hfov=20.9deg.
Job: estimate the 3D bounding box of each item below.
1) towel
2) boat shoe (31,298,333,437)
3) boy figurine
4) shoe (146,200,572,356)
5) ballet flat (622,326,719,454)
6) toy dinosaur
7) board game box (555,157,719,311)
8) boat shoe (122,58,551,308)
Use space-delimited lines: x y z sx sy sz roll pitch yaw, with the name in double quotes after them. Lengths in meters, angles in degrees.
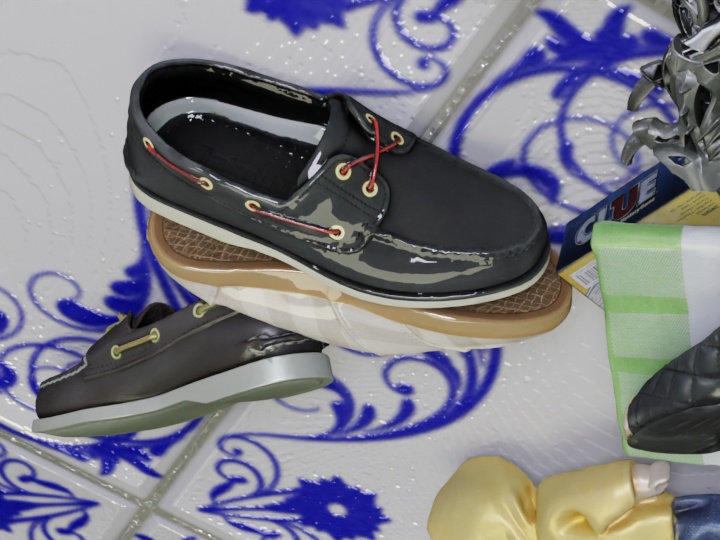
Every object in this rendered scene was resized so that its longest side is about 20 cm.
0.206 0.034 0.852 0.198 0.031 0.150 4 134 18 "towel"
-0.096 0.046 1.001 0.200 0.061 0.071 -16 169 38 "boat shoe"
0.135 0.140 1.013 0.198 0.065 0.125 3 137 18 "boy figurine"
0.000 0.000 0.909 0.198 0.070 0.054 11 149 5 "shoe"
0.173 0.027 0.814 0.066 0.057 0.200 6 150 -25 "ballet flat"
0.138 -0.111 0.717 0.199 0.102 0.137 15 127 31 "toy dinosaur"
0.201 -0.015 0.844 0.135 0.035 0.200 37 135 -20 "board game box"
-0.011 -0.039 0.865 0.200 0.074 0.063 17 147 8 "boat shoe"
